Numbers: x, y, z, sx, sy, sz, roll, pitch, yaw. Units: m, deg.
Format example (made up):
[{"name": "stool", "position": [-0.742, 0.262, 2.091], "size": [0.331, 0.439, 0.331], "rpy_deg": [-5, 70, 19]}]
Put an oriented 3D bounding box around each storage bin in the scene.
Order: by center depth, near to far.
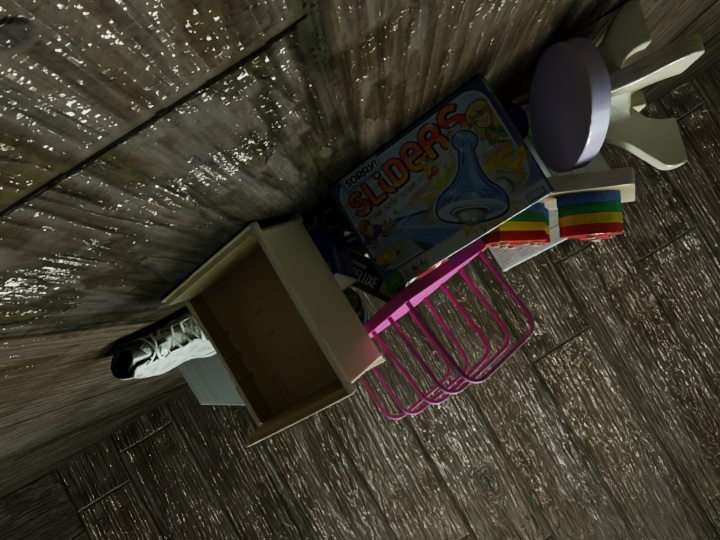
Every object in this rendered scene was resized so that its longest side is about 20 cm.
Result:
[{"name": "storage bin", "position": [-0.107, 0.072, 0.669], "size": [0.198, 0.201, 0.094], "rpy_deg": [-33, 177, 32]}]

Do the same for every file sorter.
[{"name": "file sorter", "position": [0.087, 0.083, 0.696], "size": [0.138, 0.126, 0.200], "rpy_deg": [-31, 170, -33]}]

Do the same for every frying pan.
[{"name": "frying pan", "position": [-0.046, 0.027, 0.824], "size": [0.191, 0.114, 0.031], "rpy_deg": [-100, -158, -55]}]

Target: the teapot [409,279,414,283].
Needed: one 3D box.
[{"name": "teapot", "position": [0.144, -0.073, 1.176], "size": [0.196, 0.147, 0.200], "rpy_deg": [-30, 177, -16]}]

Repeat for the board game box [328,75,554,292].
[{"name": "board game box", "position": [0.080, -0.085, 0.607], "size": [0.199, 0.136, 0.034], "rpy_deg": [-34, 176, 24]}]

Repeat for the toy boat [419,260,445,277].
[{"name": "toy boat", "position": [0.142, -0.071, 0.879], "size": [0.201, 0.130, 0.130], "rpy_deg": [-66, -164, -9]}]

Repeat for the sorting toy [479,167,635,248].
[{"name": "sorting toy", "position": [0.234, -0.068, 0.719], "size": [0.198, 0.070, 0.198], "rpy_deg": [-4, 179, 26]}]

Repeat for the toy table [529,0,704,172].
[{"name": "toy table", "position": [0.266, -0.188, 0.623], "size": [0.116, 0.186, 0.200], "rpy_deg": [-14, -174, 3]}]

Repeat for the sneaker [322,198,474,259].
[{"name": "sneaker", "position": [0.056, -0.047, 0.719], "size": [0.060, 0.199, 0.105], "rpy_deg": [-50, -169, 41]}]

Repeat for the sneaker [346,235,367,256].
[{"name": "sneaker", "position": [-0.045, -0.017, 1.099], "size": [0.199, 0.074, 0.081], "rpy_deg": [-38, 166, 6]}]

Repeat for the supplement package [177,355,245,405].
[{"name": "supplement package", "position": [-0.224, 0.161, 1.037], "size": [0.199, 0.118, 0.117], "rpy_deg": [-12, -160, 44]}]

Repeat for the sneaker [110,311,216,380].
[{"name": "sneaker", "position": [-0.261, 0.105, 0.808], "size": [0.199, 0.076, 0.115], "rpy_deg": [-30, 178, 12]}]

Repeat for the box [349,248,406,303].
[{"name": "box", "position": [0.000, 0.000, 0.913], "size": [0.050, 0.157, 0.200], "rpy_deg": [-64, 174, 1]}]

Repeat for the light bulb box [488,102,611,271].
[{"name": "light bulb box", "position": [0.269, -0.137, 0.920], "size": [0.124, 0.201, 0.198], "rpy_deg": [-30, 176, -31]}]

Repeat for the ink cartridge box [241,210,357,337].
[{"name": "ink cartridge box", "position": [-0.099, 0.016, 0.755], "size": [0.199, 0.095, 0.044], "rpy_deg": [-34, 148, 28]}]

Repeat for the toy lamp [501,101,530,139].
[{"name": "toy lamp", "position": [0.232, -0.211, 0.774], "size": [0.199, 0.059, 0.058], "rpy_deg": [-30, 176, -33]}]
